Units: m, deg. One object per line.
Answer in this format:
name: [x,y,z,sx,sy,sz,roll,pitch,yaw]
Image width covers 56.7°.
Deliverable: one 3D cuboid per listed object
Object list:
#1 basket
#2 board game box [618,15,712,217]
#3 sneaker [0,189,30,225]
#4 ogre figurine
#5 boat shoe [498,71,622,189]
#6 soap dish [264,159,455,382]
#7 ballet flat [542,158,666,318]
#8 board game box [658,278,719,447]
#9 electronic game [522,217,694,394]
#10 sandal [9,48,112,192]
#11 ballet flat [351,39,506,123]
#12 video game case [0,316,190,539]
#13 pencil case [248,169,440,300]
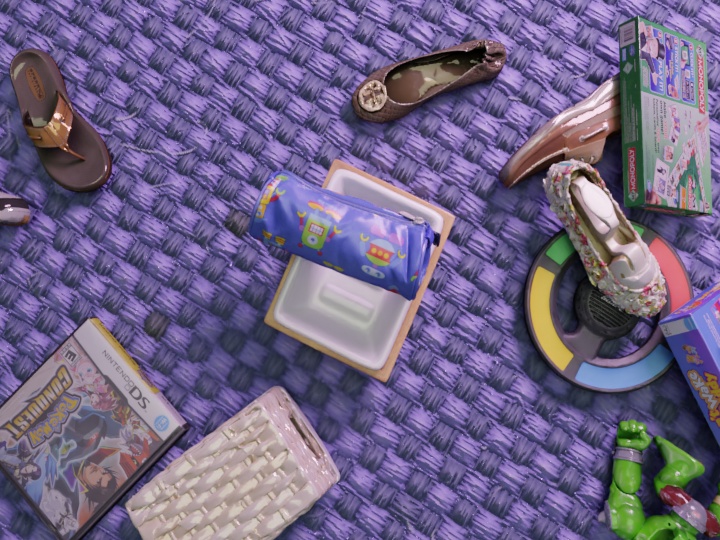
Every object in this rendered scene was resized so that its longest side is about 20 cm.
basket: [-0.138,0.242,0.733,0.198,0.123,0.137,-37,84,0]
board game box: [0.347,-0.168,0.755,0.132,0.029,0.206,4,84,-33]
sneaker: [-0.488,-0.110,0.799,0.195,0.076,0.090,15,87,3]
ogre figurine: [0.346,0.269,0.722,0.199,0.098,0.121,39,85,3]
boat shoe: [0.251,-0.151,0.771,0.198,0.076,0.073,-35,87,1]
soap dish: [0.000,0.000,0.766,0.154,0.081,0.204,24,87,4]
ballet flat: [0.269,-0.033,0.723,0.075,0.064,0.202,-37,88,-6]
board game box: [0.425,0.118,0.727,0.132,0.045,0.204,-23,85,-29]
electronic game: [0.286,0.039,0.770,0.194,0.042,0.206,0,85,3]
sandal: [-0.374,-0.185,0.810,0.080,0.055,0.204,-26,85,1]
ballet flat: [0.082,-0.231,0.797,0.195,0.046,0.069,-17,84,1]
video game case: [-0.332,0.191,0.795,0.200,0.026,0.181,-44,85,-1]
pencil case: [-0.016,-0.040,0.689,0.195,0.078,0.089,20,116,4]
